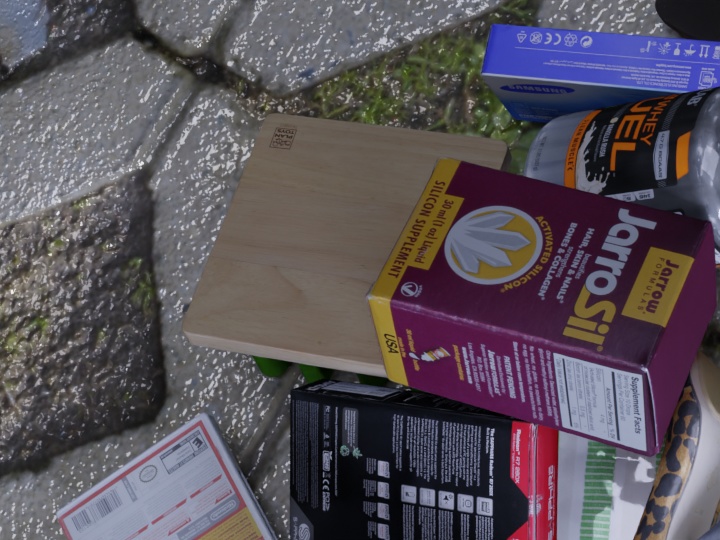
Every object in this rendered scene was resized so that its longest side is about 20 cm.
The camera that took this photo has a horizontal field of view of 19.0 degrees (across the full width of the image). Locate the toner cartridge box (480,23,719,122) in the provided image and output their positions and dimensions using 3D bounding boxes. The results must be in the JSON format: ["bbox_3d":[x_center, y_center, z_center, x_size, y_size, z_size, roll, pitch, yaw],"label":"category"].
[{"bbox_3d":[0.196,-0.136,1.565,0.199,0.095,0.043,7,75,23],"label":"toner cartridge box"}]

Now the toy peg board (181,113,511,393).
[{"bbox_3d":[0.000,0.000,1.610,0.199,0.098,0.200,9,61,21],"label":"toy peg board"}]

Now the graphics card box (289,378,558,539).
[{"bbox_3d":[0.043,0.151,1.517,0.199,0.051,0.126,5,101,29],"label":"graphics card box"}]

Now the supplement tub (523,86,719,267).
[{"bbox_3d":[0.221,-0.060,1.483,0.199,0.122,0.123,-8,69,43],"label":"supplement tub"}]

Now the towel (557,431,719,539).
[{"bbox_3d":[0.180,0.176,1.510,0.199,0.023,0.153,-1,74,20],"label":"towel"}]

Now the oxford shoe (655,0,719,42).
[{"bbox_3d":[0.298,-0.167,1.557,0.200,0.071,0.071,27,73,42],"label":"oxford shoe"}]

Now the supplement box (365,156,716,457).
[{"bbox_3d":[0.123,0.022,1.435,0.199,0.103,0.131,14,56,21],"label":"supplement box"}]

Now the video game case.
[{"bbox_3d":[-0.125,0.225,1.583,0.143,0.017,0.201,-34,67,9],"label":"video game case"}]

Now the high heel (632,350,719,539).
[{"bbox_3d":[0.204,0.148,1.457,0.143,0.071,0.200,-44,30,24],"label":"high heel"}]
